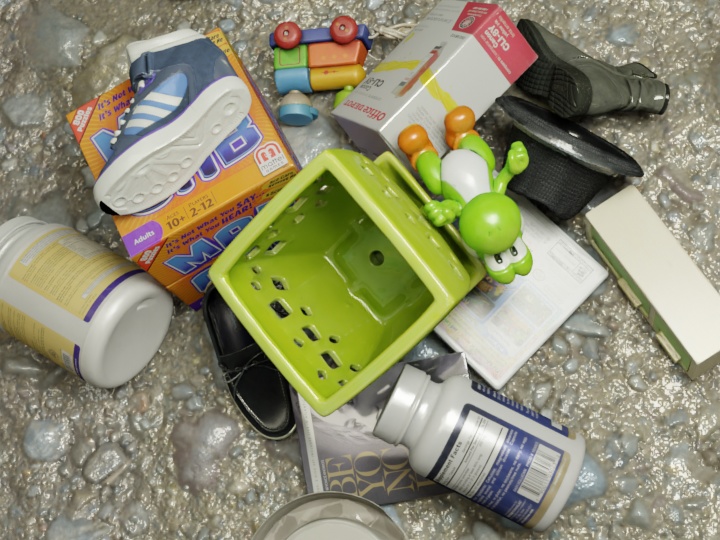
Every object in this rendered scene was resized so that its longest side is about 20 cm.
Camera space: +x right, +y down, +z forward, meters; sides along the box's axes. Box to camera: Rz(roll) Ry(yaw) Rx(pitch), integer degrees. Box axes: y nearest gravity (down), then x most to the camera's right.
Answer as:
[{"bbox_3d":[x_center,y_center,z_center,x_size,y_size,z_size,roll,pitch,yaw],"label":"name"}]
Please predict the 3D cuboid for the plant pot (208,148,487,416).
[{"bbox_3d":[0.000,0.000,1.135,0.199,0.181,0.200,-43,82,26],"label":"plant pot"}]

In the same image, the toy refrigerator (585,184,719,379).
[{"bbox_3d":[0.321,0.014,1.176,0.070,0.076,0.200,-33,69,0],"label":"toy refrigerator"}]

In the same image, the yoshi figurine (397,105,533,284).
[{"bbox_3d":[0.115,-0.082,1.113,0.112,0.112,0.200,-50,53,35],"label":"yoshi figurine"}]

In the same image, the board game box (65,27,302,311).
[{"bbox_3d":[-0.177,-0.109,1.261,0.200,0.200,0.200,-30,68,2],"label":"board game box"}]

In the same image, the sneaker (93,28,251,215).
[{"bbox_3d":[-0.221,-0.166,1.146,0.200,0.081,0.146,-41,60,0],"label":"sneaker"}]

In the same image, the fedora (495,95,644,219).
[{"bbox_3d":[0.211,-0.116,1.201,0.200,0.201,0.092,33,107,20],"label":"fedora"}]

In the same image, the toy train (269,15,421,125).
[{"bbox_3d":[-0.009,-0.243,1.337,0.200,0.085,0.116,-3,82,11],"label":"toy train"}]

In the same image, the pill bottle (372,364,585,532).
[{"bbox_3d":[0.118,0.176,1.122,0.200,0.111,0.111,27,79,3],"label":"pill bottle"}]

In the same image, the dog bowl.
[{"bbox_3d":[-0.025,0.334,1.146,0.200,0.059,0.200,-3,76,12],"label":"dog bowl"}]

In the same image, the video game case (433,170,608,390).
[{"bbox_3d":[0.143,0.002,1.231,0.200,0.024,0.182,44,85,11],"label":"video game case"}]

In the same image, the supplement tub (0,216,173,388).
[{"bbox_3d":[-0.337,0.033,1.277,0.200,0.145,0.146,28,79,19],"label":"supplement tub"}]

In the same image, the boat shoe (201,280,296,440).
[{"bbox_3d":[-0.128,0.099,1.235,0.075,0.062,0.200,-22,88,5],"label":"boat shoe"}]

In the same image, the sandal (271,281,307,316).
[{"bbox_3d":[-0.018,0.022,1.269,0.200,0.048,0.075,-4,72,-3],"label":"sandal"}]

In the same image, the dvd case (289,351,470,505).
[{"bbox_3d":[0.030,0.179,1.201,0.200,0.016,0.149,-11,82,9],"label":"dvd case"}]

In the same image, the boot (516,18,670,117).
[{"bbox_3d":[0.264,-0.230,1.276,0.130,0.068,0.200,-3,37,-19],"label":"boot"}]

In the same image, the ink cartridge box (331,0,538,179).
[{"bbox_3d":[0.081,-0.212,1.264,0.200,0.083,0.145,-46,28,-5],"label":"ink cartridge box"}]
